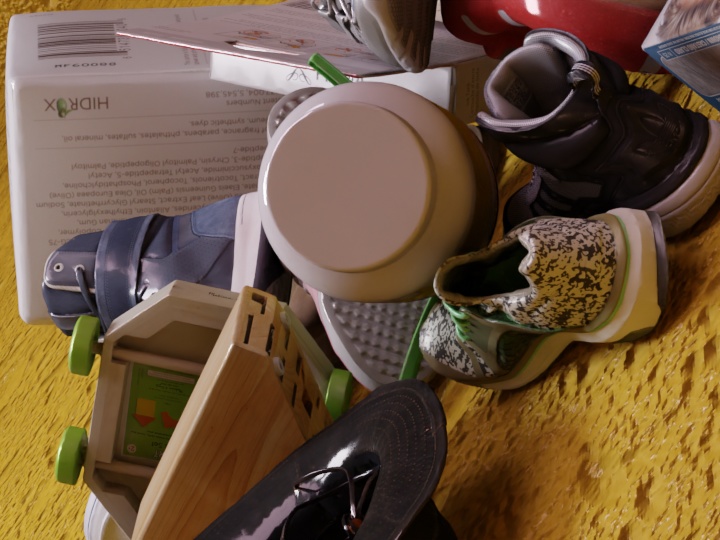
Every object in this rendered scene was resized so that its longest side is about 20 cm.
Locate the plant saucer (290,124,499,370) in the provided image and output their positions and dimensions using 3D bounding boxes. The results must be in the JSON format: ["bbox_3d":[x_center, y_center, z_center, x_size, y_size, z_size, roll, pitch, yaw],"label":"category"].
[{"bbox_3d":[0.013,-0.014,1.759,0.200,0.029,0.200,-48,15,18],"label":"plant saucer"}]

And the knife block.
[{"bbox_3d":[-0.091,0.127,1.508,0.174,0.201,0.064,-18,26,12],"label":"knife block"}]

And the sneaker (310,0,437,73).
[{"bbox_3d":[0.002,-0.152,1.598,0.200,0.081,0.075,-54,-29,-86],"label":"sneaker"}]

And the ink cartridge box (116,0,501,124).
[{"bbox_3d":[-0.018,-0.122,1.705,0.199,0.045,0.176,14,20,39],"label":"ink cartridge box"}]

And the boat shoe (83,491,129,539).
[{"bbox_3d":[-0.101,0.123,1.715,0.200,0.073,0.067,-45,19,26],"label":"boat shoe"}]

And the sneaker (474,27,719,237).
[{"bbox_3d":[0.102,-0.064,1.440,0.076,0.114,0.200,-59,16,-20],"label":"sneaker"}]

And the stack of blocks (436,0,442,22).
[{"bbox_3d":[0.070,-0.247,1.682,0.115,0.201,0.058,20,36,38],"label":"stack of blocks"}]

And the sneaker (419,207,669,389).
[{"bbox_3d":[0.068,0.006,1.399,0.200,0.088,0.077,-29,55,58],"label":"sneaker"}]

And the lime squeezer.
[{"bbox_3d":[0.028,-0.031,1.568,0.070,0.201,0.038,-16,-12,5],"label":"lime squeezer"}]

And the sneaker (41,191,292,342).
[{"bbox_3d":[-0.119,0.041,1.671,0.145,0.077,0.203,-8,40,12],"label":"sneaker"}]

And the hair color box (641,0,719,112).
[{"bbox_3d":[0.230,-0.181,1.418,0.201,0.060,0.100,-59,16,-16],"label":"hair color box"}]

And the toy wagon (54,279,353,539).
[{"bbox_3d":[-0.090,0.106,1.564,0.040,0.154,0.201,-69,-10,-65],"label":"toy wagon"}]

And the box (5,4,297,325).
[{"bbox_3d":[-0.139,-0.075,1.919,0.199,0.198,0.173,-111,20,-72],"label":"box"}]

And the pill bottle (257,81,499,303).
[{"bbox_3d":[0.008,-0.039,1.444,0.112,0.111,0.200,-52,-6,4],"label":"pill bottle"}]

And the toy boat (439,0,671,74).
[{"bbox_3d":[0.121,-0.116,1.539,0.200,0.130,0.132,180,95,-72],"label":"toy boat"}]

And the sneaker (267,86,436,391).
[{"bbox_3d":[0.000,0.000,1.636,0.075,0.201,0.105,-18,-29,-9],"label":"sneaker"}]

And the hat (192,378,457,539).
[{"bbox_3d":[-0.010,0.153,1.379,0.200,0.081,0.201,-39,23,20],"label":"hat"}]
